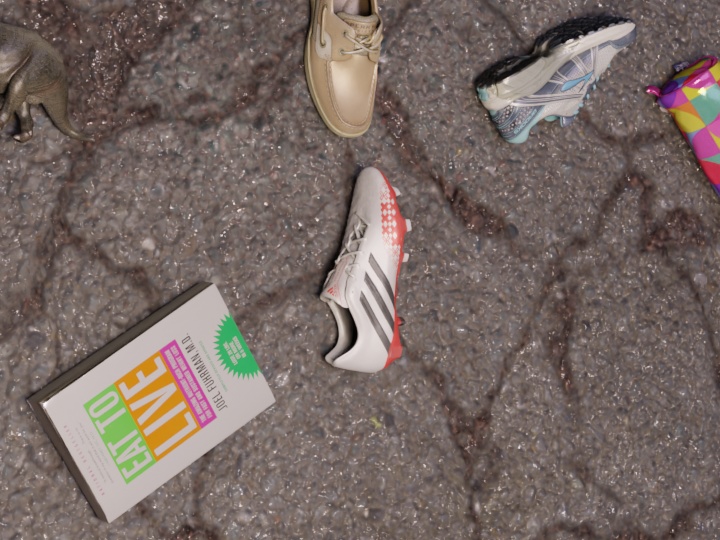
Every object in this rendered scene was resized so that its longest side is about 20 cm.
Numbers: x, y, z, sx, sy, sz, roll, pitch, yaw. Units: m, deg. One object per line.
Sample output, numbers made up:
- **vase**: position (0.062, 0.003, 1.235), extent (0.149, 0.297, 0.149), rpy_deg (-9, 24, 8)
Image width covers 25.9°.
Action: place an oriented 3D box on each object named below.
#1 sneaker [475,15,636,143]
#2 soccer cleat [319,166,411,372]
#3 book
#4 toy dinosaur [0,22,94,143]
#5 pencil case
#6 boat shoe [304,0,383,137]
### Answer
- **sneaker**: position (0.213, -0.203, 1.654), extent (0.199, 0.077, 0.087), rpy_deg (-30, 113, -17)
- **soccer cleat**: position (0.000, 0.000, 1.533), extent (0.084, 0.068, 0.203), rpy_deg (-2, 94, -31)
- **book**: position (-0.189, 0.121, 1.448), extent (0.199, 0.048, 0.135), rpy_deg (-36, 108, -25)
- **toy dinosaur**: position (-0.309, -0.176, 1.376), extent (0.199, 0.077, 0.103), rpy_deg (29, 89, -19)
- **pencil case**: position (0.405, -0.143, 1.737), extent (0.088, 0.088, 0.201), rpy_deg (-41, 104, -22)
- **boat shoe**: position (-0.012, -0.234, 1.534), extent (0.071, 0.065, 0.203), rpy_deg (-2, 89, -27)
